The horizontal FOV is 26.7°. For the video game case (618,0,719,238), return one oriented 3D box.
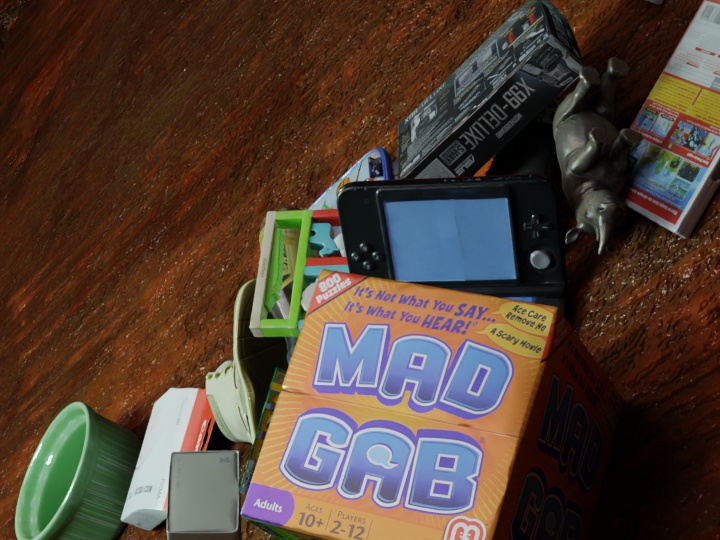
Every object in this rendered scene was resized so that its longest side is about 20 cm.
[{"bbox_3d":[0.289,-0.137,1.298,0.201,0.017,0.143,-60,26,6],"label":"video game case"}]

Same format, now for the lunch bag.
[{"bbox_3d":[-0.002,-0.031,1.675,0.200,0.075,0.161,-43,34,37],"label":"lunch bag"}]

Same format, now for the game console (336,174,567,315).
[{"bbox_3d":[0.076,0.020,1.321,0.198,0.174,0.119,-1,34,14],"label":"game console"}]

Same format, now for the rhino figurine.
[{"bbox_3d":[0.205,-0.090,1.320,0.088,0.059,0.201,117,161,-47],"label":"rhino figurine"}]

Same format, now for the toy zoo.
[{"bbox_3d":[0.000,0.000,1.431,0.198,0.021,0.132,-2,59,14],"label":"toy zoo"}]

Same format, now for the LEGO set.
[{"bbox_3d":[-0.047,0.175,1.493,0.200,0.115,0.155,113,174,-74],"label":"LEGO set"}]

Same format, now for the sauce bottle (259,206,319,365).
[{"bbox_3d":[-0.068,0.021,1.615,0.066,0.066,0.201,-46,37,30],"label":"sauce bottle"}]

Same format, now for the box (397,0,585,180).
[{"bbox_3d":[0.119,-0.163,1.444,0.200,0.050,0.158,-43,17,18],"label":"box"}]

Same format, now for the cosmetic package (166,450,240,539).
[{"bbox_3d":[-0.157,0.287,1.556,0.104,0.072,0.201,-94,4,-47],"label":"cosmetic package"}]

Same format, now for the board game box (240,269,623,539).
[{"bbox_3d":[0.063,0.141,1.168,0.198,0.200,0.201,9,71,28],"label":"board game box"}]

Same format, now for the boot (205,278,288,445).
[{"bbox_3d":[-0.128,0.106,1.715,0.154,0.071,0.202,-174,76,-66],"label":"boot"}]

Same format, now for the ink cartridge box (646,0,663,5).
[{"bbox_3d":[0.216,-0.371,1.440,0.147,0.199,0.147,-61,26,7],"label":"ink cartridge box"}]

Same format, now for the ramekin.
[{"bbox_3d":[-0.372,0.287,2.032,0.200,0.097,0.201,-43,33,36],"label":"ramekin"}]

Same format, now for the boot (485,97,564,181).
[{"bbox_3d":[0.134,-0.080,1.472,0.200,0.073,0.152,-24,41,64],"label":"boot"}]

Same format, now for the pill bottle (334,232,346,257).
[{"bbox_3d":[0.020,0.058,1.469,0.111,0.110,0.201,-39,46,39],"label":"pill bottle"}]

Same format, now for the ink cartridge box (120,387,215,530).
[{"bbox_3d":[-0.230,0.218,1.848,0.200,0.057,0.164,131,156,-63],"label":"ink cartridge box"}]
